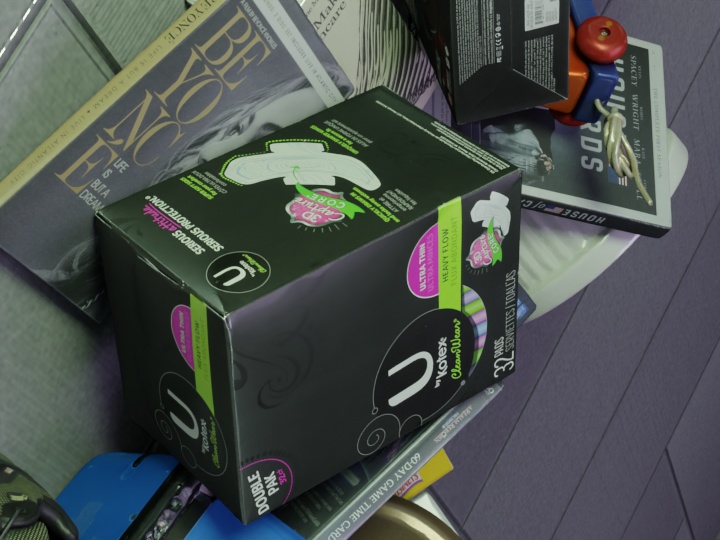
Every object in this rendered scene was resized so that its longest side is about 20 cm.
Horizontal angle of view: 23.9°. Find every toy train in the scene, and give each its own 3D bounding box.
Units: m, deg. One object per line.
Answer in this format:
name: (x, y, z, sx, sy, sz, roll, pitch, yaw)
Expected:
toy train: (0.111, -0.124, 1.109, 0.085, 0.115, 0.200, 108, -27, -56)

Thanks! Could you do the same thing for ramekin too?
ramekin: (0.140, -0.063, 1.297, 0.200, 0.105, 0.200, -42, -169, 10)

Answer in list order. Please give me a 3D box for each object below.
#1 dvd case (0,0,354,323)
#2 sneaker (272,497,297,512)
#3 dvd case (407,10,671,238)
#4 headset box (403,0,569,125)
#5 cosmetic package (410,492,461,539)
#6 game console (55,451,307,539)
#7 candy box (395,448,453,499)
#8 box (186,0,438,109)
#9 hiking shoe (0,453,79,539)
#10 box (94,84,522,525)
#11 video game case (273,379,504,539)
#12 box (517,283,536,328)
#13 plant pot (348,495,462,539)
dvd case: (-0.100, -0.065, 0.912, 0.200, 0.016, 0.149, -43, 153, -2)
sneaker: (-0.076, 0.114, 1.067, 0.200, 0.074, 0.082, -37, -168, 50)
dvd case: (0.125, -0.111, 1.184, 0.025, 0.199, 0.151, 138, -42, -58)
headset box: (0.062, -0.213, 1.028, 0.077, 0.200, 0.149, -14, 139, -7)
cosmetic package: (-0.018, 0.249, 1.245, 0.200, 0.071, 0.101, -34, 173, -10)
game console: (-0.129, 0.212, 0.950, 0.118, 0.170, 0.200, 54, 56, -24)
candy box: (-0.020, 0.194, 1.288, 0.102, 0.026, 0.200, -35, 174, 40)
box: (-0.023, -0.138, 1.024, 0.082, 0.068, 0.200, -57, 155, -5)
hiking shoe: (-0.205, 0.124, 0.840, 0.200, 0.100, 0.076, 8, 102, -66)
box: (-0.024, 0.014, 0.941, 0.200, 0.124, 0.149, -26, 132, -29)
video game case: (-0.005, 0.125, 1.058, 0.200, 0.019, 0.143, -42, -169, -6)
box: (0.019, 0.027, 1.133, 0.158, 0.051, 0.200, -45, 142, -2)
plant pot: (-0.012, 0.243, 1.087, 0.175, 0.200, 0.201, 39, 74, -83)
